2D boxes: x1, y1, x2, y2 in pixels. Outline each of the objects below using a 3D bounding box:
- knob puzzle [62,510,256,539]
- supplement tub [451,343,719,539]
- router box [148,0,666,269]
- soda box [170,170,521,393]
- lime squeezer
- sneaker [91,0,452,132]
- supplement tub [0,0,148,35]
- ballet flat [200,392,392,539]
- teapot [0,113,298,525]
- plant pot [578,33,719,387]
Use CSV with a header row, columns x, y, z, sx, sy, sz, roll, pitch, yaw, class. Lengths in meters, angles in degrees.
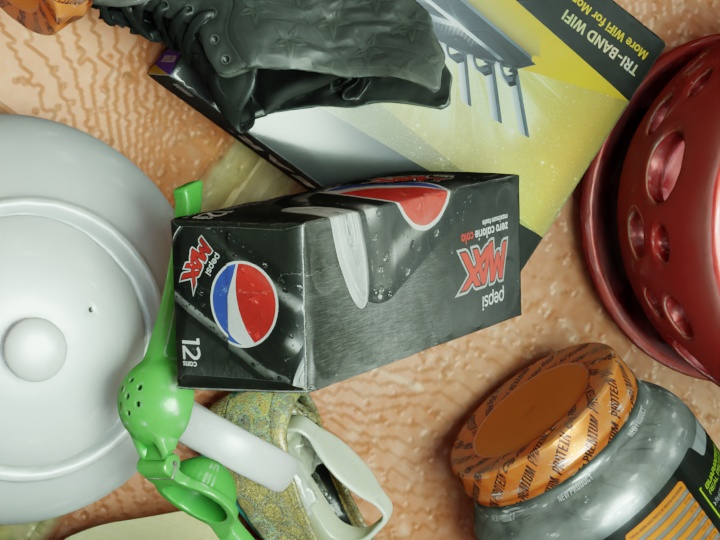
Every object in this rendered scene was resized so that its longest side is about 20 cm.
x,y,z,sx,sy,sz,roll,pitch,yaw,class
-0.098,0.204,0.991,0.218,0.030,0.222,0,84,-1,knob puzzle
0.138,0.142,1.044,0.122,0.122,0.200,-39,106,-11,supplement tub
0.024,-0.101,1.023,0.199,0.052,0.158,34,85,-18,router box
0.000,0.000,0.905,0.200,0.063,0.071,-17,107,-60,soda box
-0.065,0.070,0.882,0.071,0.038,0.201,-34,109,-58,lime squeezer
-0.062,-0.109,0.932,0.198,0.060,0.105,-6,72,7,sneaker
-0.078,-0.191,0.868,0.200,0.122,0.123,-40,107,-19,supplement tub
-0.003,0.139,1.027,0.070,0.071,0.201,-34,103,-12,ballet flat
-0.147,0.028,0.931,0.199,0.146,0.199,-17,102,-17,teapot
0.215,-0.030,1.026,0.199,0.182,0.202,-2,97,-18,plant pot
